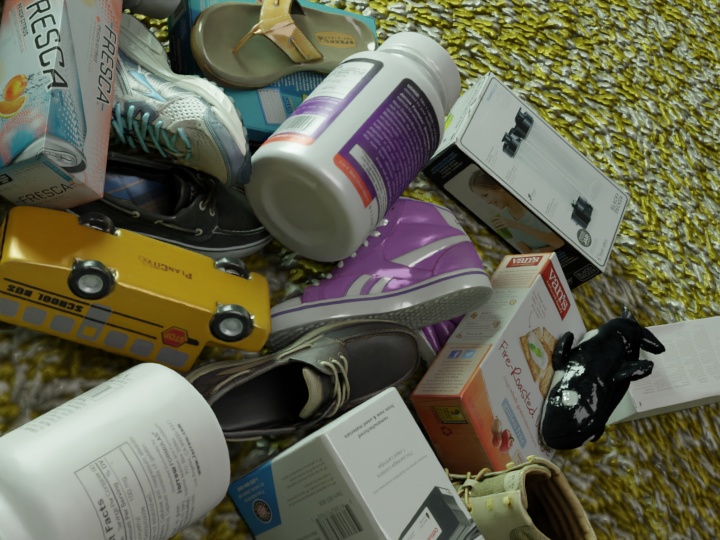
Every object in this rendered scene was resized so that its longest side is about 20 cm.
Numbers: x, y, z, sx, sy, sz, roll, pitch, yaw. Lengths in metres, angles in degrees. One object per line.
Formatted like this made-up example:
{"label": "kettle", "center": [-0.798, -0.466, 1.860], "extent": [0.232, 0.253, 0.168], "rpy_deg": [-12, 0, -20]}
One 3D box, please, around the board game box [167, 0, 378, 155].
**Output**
{"label": "board game box", "center": [-0.071, -0.173, 1.087], "extent": [0.199, 0.047, 0.152], "rpy_deg": [8, 63, -33]}

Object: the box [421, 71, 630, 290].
{"label": "box", "center": [0.166, -0.087, 1.205], "extent": [0.200, 0.060, 0.117], "rpy_deg": [39, 50, -14]}

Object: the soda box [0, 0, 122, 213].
{"label": "soda box", "center": [-0.224, -0.144, 0.893], "extent": [0.068, 0.063, 0.201], "rpy_deg": [41, 40, -51]}

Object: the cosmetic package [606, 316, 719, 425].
{"label": "cosmetic package", "center": [0.315, 0.099, 1.223], "extent": [0.199, 0.051, 0.083], "rpy_deg": [-4, 68, -37]}

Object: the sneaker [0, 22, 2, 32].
{"label": "sneaker", "center": [-0.313, -0.192, 0.908], "extent": [0.084, 0.075, 0.201], "rpy_deg": [-25, 93, -40]}

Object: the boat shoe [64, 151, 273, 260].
{"label": "boat shoe", "center": [-0.147, -0.053, 0.963], "extent": [0.199, 0.057, 0.069], "rpy_deg": [7, 63, -33]}

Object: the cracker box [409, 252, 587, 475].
{"label": "cracker box", "center": [0.132, 0.096, 1.058], "extent": [0.200, 0.057, 0.134], "rpy_deg": [-52, 125, -41]}

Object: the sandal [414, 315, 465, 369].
{"label": "sandal", "center": [0.063, 0.021, 1.081], "extent": [0.082, 0.050, 0.203], "rpy_deg": [-37, 93, -42]}

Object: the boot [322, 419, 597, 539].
{"label": "boot", "center": [0.073, 0.169, 0.942], "extent": [0.200, 0.155, 0.073], "rpy_deg": [48, 49, -5]}

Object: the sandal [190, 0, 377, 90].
{"label": "sandal", "center": [-0.058, -0.202, 1.043], "extent": [0.199, 0.054, 0.081], "rpy_deg": [-9, 73, -38]}

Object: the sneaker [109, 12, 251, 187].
{"label": "sneaker", "center": [-0.166, -0.118, 0.953], "extent": [0.086, 0.078, 0.200], "rpy_deg": [-33, 59, -30]}

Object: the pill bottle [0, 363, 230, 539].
{"label": "pill bottle", "center": [-0.191, 0.150, 0.788], "extent": [0.200, 0.114, 0.115], "rpy_deg": [-29, 85, -41]}

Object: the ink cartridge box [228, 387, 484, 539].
{"label": "ink cartridge box", "center": [0.012, 0.208, 0.885], "extent": [0.084, 0.144, 0.201], "rpy_deg": [-27, 85, -42]}

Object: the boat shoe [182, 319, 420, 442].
{"label": "boat shoe", "center": [-0.039, 0.091, 0.917], "extent": [0.199, 0.073, 0.075], "rpy_deg": [-18, 104, -18]}

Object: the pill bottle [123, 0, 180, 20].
{"label": "pill bottle", "center": [-0.238, -0.278, 0.976], "extent": [0.199, 0.113, 0.114], "rpy_deg": [15, 59, -30]}

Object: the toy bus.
{"label": "toy bus", "center": [-0.167, 0.018, 0.884], "extent": [0.199, 0.078, 0.065], "rpy_deg": [19, 34, -23]}

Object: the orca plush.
{"label": "orca plush", "center": [0.233, 0.096, 1.080], "extent": [0.200, 0.071, 0.106], "rpy_deg": [-20, 103, -50]}

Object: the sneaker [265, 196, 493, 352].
{"label": "sneaker", "center": [0.000, 0.000, 1.020], "extent": [0.199, 0.073, 0.115], "rpy_deg": [-13, 65, -19]}

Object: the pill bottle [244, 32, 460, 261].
{"label": "pill bottle", "center": [0.002, -0.110, 1.006], "extent": [0.111, 0.111, 0.200], "rpy_deg": [45, 55, -8]}
